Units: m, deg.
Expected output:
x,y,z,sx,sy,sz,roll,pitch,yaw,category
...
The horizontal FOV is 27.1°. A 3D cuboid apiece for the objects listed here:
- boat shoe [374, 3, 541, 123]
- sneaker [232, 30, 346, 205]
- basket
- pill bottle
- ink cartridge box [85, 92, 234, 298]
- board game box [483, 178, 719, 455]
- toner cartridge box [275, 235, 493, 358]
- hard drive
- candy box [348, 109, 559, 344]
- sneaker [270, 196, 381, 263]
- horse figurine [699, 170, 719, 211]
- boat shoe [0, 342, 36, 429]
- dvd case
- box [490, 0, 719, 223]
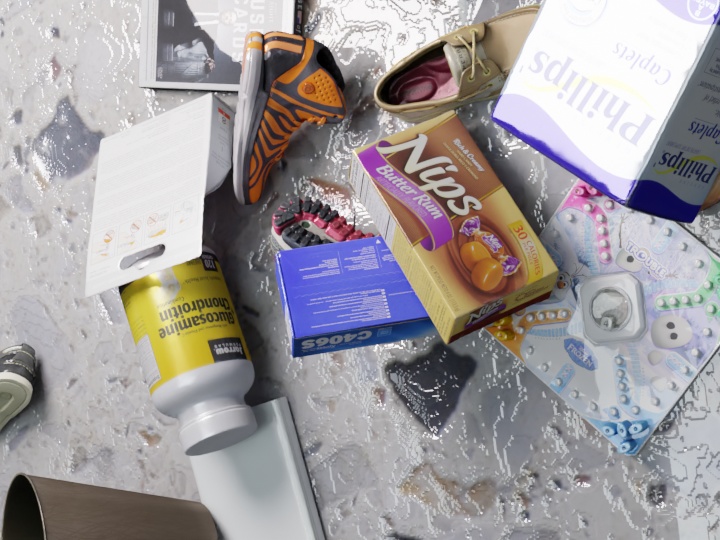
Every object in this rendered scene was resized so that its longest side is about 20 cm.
x,y,z,sx,sy,sz,roll,pitch,yaw,category
0.101,-0.195,1.430,0.198,0.066,0.075,-27,80,27,boat shoe
-0.071,-0.147,1.522,0.110,0.078,0.202,4,132,-9,sneaker
-0.259,0.299,1.565,0.136,0.198,0.183,-44,52,47,basket
-0.175,0.084,1.561,0.111,0.112,0.202,-29,72,27,pill bottle
-0.209,-0.072,1.572,0.161,0.050,0.203,-18,57,28,ink cartridge box
0.232,0.036,1.393,0.200,0.026,0.201,42,111,21,board game box
0.023,0.018,1.419,0.197,0.043,0.096,-8,62,-9,toner cartridge box
-0.109,0.250,1.593,0.131,0.026,0.203,-19,84,28,hard drive
0.085,-0.044,1.402,0.201,0.115,0.057,60,161,23,candy box
0.000,0.000,1.500,0.199,0.081,0.075,31,143,14,sneaker
0.356,-0.130,1.303,0.198,0.050,0.135,-8,81,32,horse figurine
-0.449,0.153,1.765,0.199,0.071,0.068,-34,40,33,boat shoe
-0.149,-0.266,1.590,0.198,0.025,0.153,6,96,29,dvd case
0.241,-0.174,1.306,0.184,0.104,0.202,39,112,41,box
